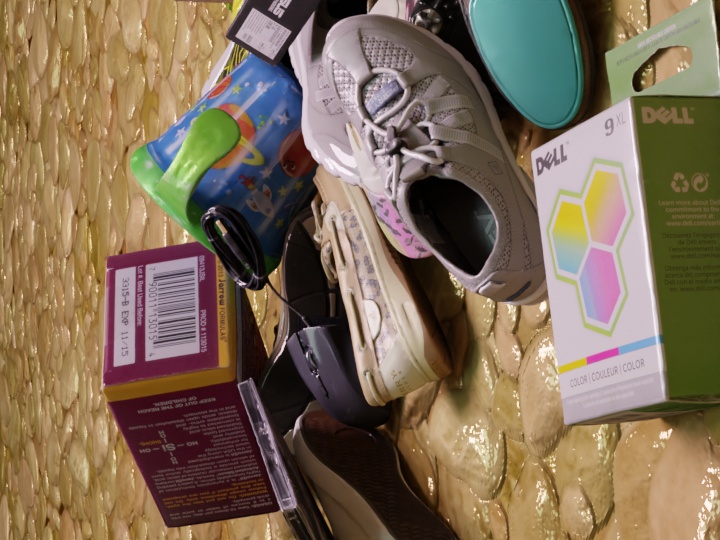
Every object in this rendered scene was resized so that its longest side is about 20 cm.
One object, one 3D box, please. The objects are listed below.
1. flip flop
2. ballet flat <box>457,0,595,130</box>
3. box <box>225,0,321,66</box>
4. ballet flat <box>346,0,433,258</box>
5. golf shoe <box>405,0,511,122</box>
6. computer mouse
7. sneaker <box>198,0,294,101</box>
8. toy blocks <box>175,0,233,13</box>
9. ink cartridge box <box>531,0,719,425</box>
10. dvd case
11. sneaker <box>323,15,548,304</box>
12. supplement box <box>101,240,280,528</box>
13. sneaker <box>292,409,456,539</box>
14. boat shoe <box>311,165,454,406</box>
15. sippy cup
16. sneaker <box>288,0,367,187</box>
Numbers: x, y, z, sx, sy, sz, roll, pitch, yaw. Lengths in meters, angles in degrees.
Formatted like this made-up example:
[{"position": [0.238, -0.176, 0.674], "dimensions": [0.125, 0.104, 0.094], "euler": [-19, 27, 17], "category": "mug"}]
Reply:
[{"position": [-0.035, 0.045, 1.269], "dimensions": [0.058, 0.080, 0.202], "euler": [-102, 17, -74], "category": "flip flop"}, {"position": [0.081, -0.176, 0.957], "dimensions": [0.068, 0.068, 0.201], "euler": [-27, 96, 30], "category": "ballet flat"}, {"position": [-0.013, -0.247, 1.124], "dimensions": [0.161, 0.043, 0.200], "euler": [-65, 10, -29], "category": "box"}, {"position": [0.023, -0.109, 1.081], "dimensions": [0.069, 0.071, 0.202], "euler": [-10, 69, 29], "category": "ballet flat"}, {"position": [0.062, -0.168, 1.043], "dimensions": [0.088, 0.076, 0.202], "euler": [-84, -5, -82], "category": "golf shoe"}, {"position": [-0.048, 0.038, 1.196], "dimensions": [0.200, 0.034, 0.058], "euler": [49, 141, -11], "category": "computer mouse"}, {"position": [-0.082, -0.143, 1.358], "dimensions": [0.085, 0.074, 0.201], "euler": [-117, 34, -52], "category": "sneaker"}, {"position": [-0.146, -0.305, 1.428], "dimensions": [0.100, 0.135, 0.201], "euler": [-119, 35, -48], "category": "toy blocks"}, {"position": [0.138, -0.028, 0.852], "dimensions": [0.104, 0.059, 0.202], "euler": [154, 113, -66], "category": "ink cartridge box"}, {"position": [-0.028, 0.190, 1.179], "dimensions": [0.149, 0.016, 0.201], "euler": [-118, 4, -57], "category": "dvd case"}, {"position": [0.042, -0.068, 0.957], "dimensions": [0.075, 0.082, 0.200], "euler": [-46, 71, 24], "category": "sneaker"}, {"position": [-0.130, 0.091, 1.337], "dimensions": [0.201, 0.102, 0.132], "euler": [76, -174, -48], "category": "supplement box"}, {"position": [-0.002, 0.175, 1.186], "dimensions": [0.200, 0.072, 0.085], "euler": [-128, 45, -53], "category": "sneaker"}, {"position": [0.000, 0.000, 1.152], "dimensions": [0.073, 0.062, 0.201], "euler": [50, -167, -48], "category": "boat shoe"}, {"position": [-0.080, -0.086, 1.263], "dimensions": [0.131, 0.139, 0.178], "euler": [-49, 23, 8], "category": "sippy cup"}, {"position": [-0.003, -0.134, 1.170], "dimensions": [0.201, 0.074, 0.082], "euler": [66, 145, 39], "category": "sneaker"}]
